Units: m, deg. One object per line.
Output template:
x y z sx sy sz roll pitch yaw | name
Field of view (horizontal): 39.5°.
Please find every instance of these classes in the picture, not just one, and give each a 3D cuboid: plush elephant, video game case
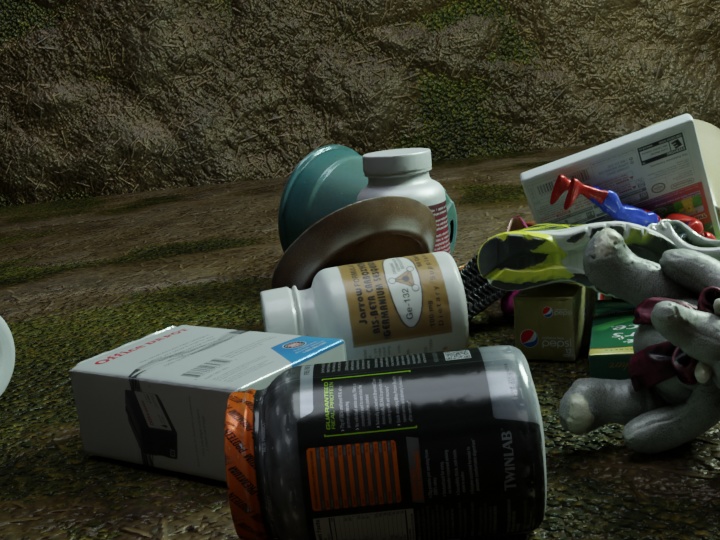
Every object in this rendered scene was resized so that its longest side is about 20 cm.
0.254 0.058 0.728 0.198 0.166 0.155 19 -12 5 | plush elephant
0.306 -0.067 1.163 0.198 0.183 0.023 -19 30 12 | video game case

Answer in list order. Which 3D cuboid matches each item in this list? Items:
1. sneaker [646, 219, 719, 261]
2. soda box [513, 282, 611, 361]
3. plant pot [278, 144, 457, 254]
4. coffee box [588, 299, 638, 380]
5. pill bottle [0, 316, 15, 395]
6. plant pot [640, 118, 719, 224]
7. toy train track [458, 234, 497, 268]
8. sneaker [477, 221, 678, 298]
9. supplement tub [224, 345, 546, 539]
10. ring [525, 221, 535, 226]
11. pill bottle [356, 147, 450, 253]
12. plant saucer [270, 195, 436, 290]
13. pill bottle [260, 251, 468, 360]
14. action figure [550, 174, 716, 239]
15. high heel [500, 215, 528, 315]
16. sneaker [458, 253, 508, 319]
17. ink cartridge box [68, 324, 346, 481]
0.307 -0.019 1.033 0.198 0.072 0.073 10 16 31 | sneaker
0.223 0.036 1.087 0.063 0.069 0.200 0 13 24 | soda box
0.019 -0.067 1.424 0.199 0.203 0.195 -16 23 -42 | plant pot
0.281 0.069 0.954 0.122 0.045 0.200 -2 12 17 | coffee box
-0.480 0.091 1.078 0.198 0.113 0.112 0 13 27 | pill bottle
0.440 -0.086 1.351 0.185 0.189 0.200 -4 24 11 | plant pot
0.199 -0.010 1.429 0.199 0.033 0.114 -21 25 -34 | toy train track
0.220 -0.021 1.009 0.198 0.075 0.085 4 16 13 | sneaker
0.015 0.119 0.660 0.197 0.124 0.123 -5 11 1 | supplement tub
0.309 -0.027 1.302 0.198 0.019 0.200 18 2 -1 | ring
0.054 -0.045 1.236 0.112 0.202 0.113 -5 11 1 | pill bottle
0.000 0.000 1.093 0.198 0.201 0.032 -12 54 -27 | plant saucer
0.002 0.050 1.016 0.198 0.116 0.114 -9 12 -7 | pill bottle
0.304 -0.033 1.121 0.198 0.100 0.065 14 10 -13 | action figure
0.191 -0.006 1.218 0.067 0.097 0.200 -19 6 12 | high heel
0.086 0.048 1.150 0.199 0.070 0.090 -26 -13 -30 | sneaker
-0.129 0.110 0.871 0.198 0.085 0.145 2 14 35 | ink cartridge box
